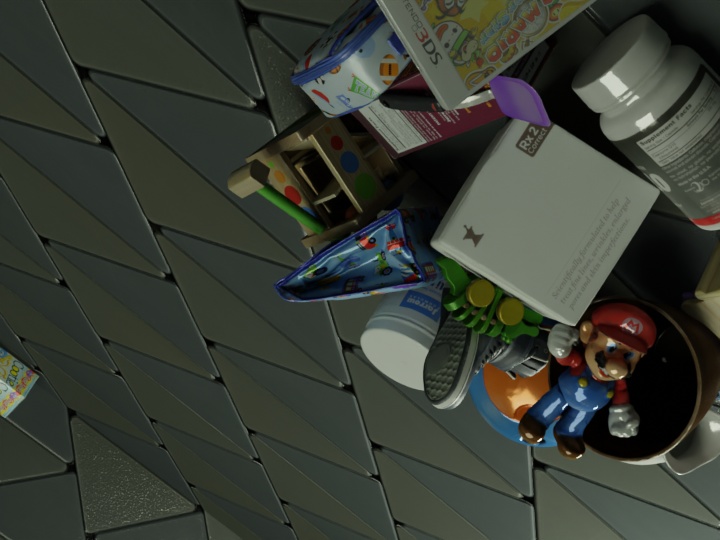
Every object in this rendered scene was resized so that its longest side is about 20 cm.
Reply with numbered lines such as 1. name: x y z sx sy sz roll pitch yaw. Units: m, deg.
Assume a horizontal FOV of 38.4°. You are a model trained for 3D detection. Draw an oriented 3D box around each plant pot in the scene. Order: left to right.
1. plant pot: 0.355 0.118 1.237 0.187 0.200 0.187 2 94 40

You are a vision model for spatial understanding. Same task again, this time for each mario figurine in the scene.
1. mario figurine: 0.250 0.124 1.120 0.106 0.123 0.200 52 127 38

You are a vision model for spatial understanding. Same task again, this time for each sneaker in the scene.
1. sneaker: 0.153 0.104 1.202 0.146 0.202 0.077 40 134 -21

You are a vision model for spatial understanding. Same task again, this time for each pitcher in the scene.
1. pitcher: 0.412 0.205 1.400 0.171 0.121 0.200 -3 -175 -24

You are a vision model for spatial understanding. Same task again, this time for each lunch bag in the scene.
1. lunch bag: 0.000 0.000 1.264 0.200 0.151 0.094 -22 86 21
2. lunch bag: 0.029 -0.245 1.025 0.076 0.200 0.160 44 161 -16

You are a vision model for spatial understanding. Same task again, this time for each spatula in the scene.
1. spatula: 0.096 -0.169 1.025 0.200 0.021 0.057 6 142 38

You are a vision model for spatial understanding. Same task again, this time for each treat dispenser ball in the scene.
1. treat dispenser ball: 0.240 0.132 1.370 0.201 0.201 0.201 23 148 15

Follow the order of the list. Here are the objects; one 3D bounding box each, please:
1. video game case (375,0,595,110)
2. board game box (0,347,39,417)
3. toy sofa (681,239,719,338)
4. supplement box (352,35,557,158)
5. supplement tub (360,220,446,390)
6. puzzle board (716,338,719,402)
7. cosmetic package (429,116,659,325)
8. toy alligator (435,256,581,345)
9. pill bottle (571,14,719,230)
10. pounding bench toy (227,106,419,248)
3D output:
1. video game case: 0.113 -0.273 0.930 0.182 0.200 0.023 53 180 -31
2. board game box: -0.983 0.277 2.759 0.200 0.105 0.103 42 116 -16
3. toy sofa: 0.466 0.054 1.168 0.200 0.083 0.098 40 154 -13
4. supplement box: 0.095 -0.206 1.102 0.086 0.110 0.200 46 147 -21
5. supplement tub: 0.101 0.043 1.369 0.132 0.200 0.132 23 148 15
6. puzzle board: 0.508 0.132 1.309 0.151 0.017 0.200 35 150 -5
7. cosmetic package: 0.187 -0.055 1.112 0.165 0.165 0.200 32 -178 0
8. toy alligator: 0.155 0.053 1.138 0.200 0.054 0.059 31 -178 -19
9. pill bottle: 0.306 -0.143 0.999 0.200 0.114 0.114 41 149 -14
10. pounding bench toy: -0.053 -0.101 1.272 0.124 0.200 0.156 -17 111 52
